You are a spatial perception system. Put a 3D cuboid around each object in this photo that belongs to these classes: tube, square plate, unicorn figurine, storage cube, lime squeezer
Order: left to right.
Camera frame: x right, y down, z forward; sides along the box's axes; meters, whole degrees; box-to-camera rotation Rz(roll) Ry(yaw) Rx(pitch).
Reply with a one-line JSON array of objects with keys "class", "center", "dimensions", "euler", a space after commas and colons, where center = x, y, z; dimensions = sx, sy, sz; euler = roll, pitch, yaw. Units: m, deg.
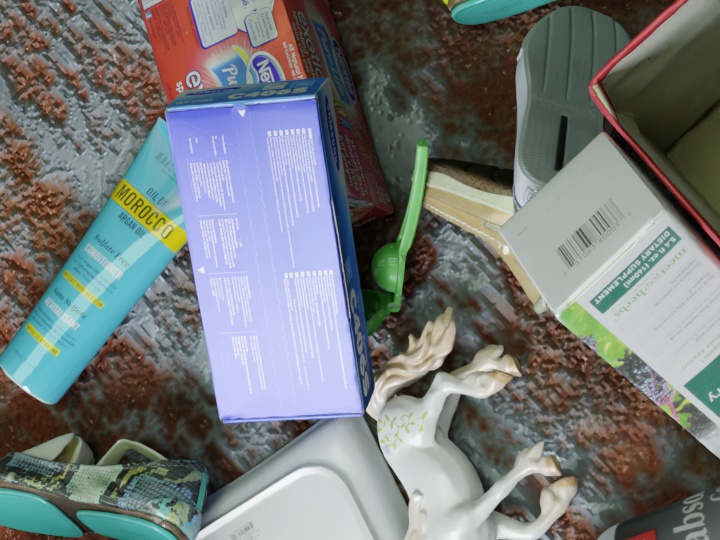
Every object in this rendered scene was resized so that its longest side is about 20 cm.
[{"class": "tube", "center": [-0.169, -0.003, 1.172], "dimensions": [0.077, 0.050, 0.201], "euler": [38, 93, 15]}, {"class": "square plate", "center": [-0.043, 0.219, 1.096], "dimensions": [0.199, 0.028, 0.200], "euler": [-33, 72, 15]}, {"class": "lime squeezer", "center": [0.000, 0.000, 1.083], "dimensions": [0.071, 0.038, 0.200], "euler": [41, 118, -9]}, {"class": "unicorn figurine", "center": [0.057, 0.134, 1.045], "dimensions": [0.137, 0.074, 0.201], "euler": [-31, 52, 13]}, {"class": "storage cube", "center": [0.257, -0.076, 0.925], "dimensions": [0.171, 0.179, 0.200], "euler": [-44, 70, 12]}]

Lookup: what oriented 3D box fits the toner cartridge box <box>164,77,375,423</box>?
[{"class": "toner cartridge box", "center": [-0.052, -0.010, 1.030], "dimensions": [0.094, 0.043, 0.202], "euler": [-3, 110, 12]}]

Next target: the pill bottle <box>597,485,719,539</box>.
[{"class": "pill bottle", "center": [0.196, 0.183, 0.951], "dimensions": [0.198, 0.116, 0.117], "euler": [-24, 75, 18]}]

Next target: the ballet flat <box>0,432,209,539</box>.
[{"class": "ballet flat", "center": [-0.181, 0.144, 1.148], "dimensions": [0.198, 0.074, 0.075], "euler": [5, 85, 30]}]

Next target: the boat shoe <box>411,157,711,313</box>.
[{"class": "boat shoe", "center": [0.115, -0.010, 1.041], "dimensions": [0.198, 0.071, 0.077], "euler": [21, 107, 25]}]

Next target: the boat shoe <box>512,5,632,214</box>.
[{"class": "boat shoe", "center": [0.116, -0.084, 1.008], "dimensions": [0.071, 0.201, 0.062], "euler": [18, 132, 4]}]

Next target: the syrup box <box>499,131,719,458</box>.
[{"class": "syrup box", "center": [0.171, 0.021, 0.934], "dimensions": [0.079, 0.200, 0.082], "euler": [-43, 39, 11]}]

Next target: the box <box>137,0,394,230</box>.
[{"class": "box", "center": [-0.063, -0.116, 1.110], "dimensions": [0.099, 0.095, 0.202], "euler": [-23, 76, 19]}]

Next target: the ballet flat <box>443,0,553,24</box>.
[{"class": "ballet flat", "center": [0.140, -0.202, 1.054], "dimensions": [0.198, 0.067, 0.068], "euler": [-7, 76, 24]}]
